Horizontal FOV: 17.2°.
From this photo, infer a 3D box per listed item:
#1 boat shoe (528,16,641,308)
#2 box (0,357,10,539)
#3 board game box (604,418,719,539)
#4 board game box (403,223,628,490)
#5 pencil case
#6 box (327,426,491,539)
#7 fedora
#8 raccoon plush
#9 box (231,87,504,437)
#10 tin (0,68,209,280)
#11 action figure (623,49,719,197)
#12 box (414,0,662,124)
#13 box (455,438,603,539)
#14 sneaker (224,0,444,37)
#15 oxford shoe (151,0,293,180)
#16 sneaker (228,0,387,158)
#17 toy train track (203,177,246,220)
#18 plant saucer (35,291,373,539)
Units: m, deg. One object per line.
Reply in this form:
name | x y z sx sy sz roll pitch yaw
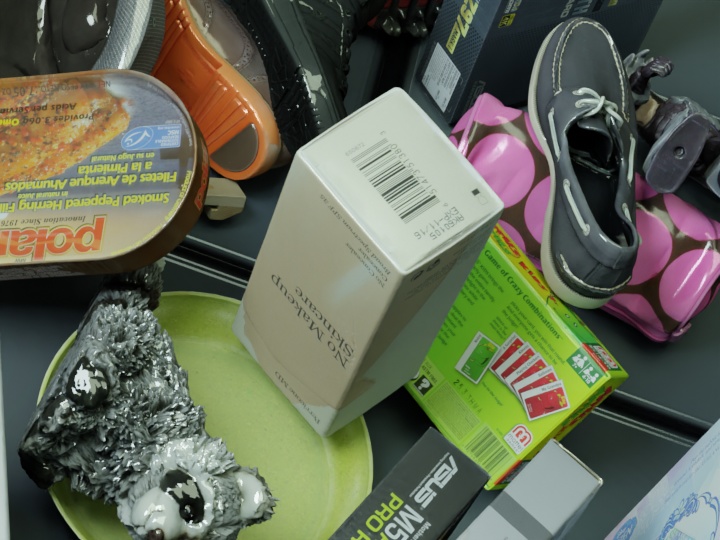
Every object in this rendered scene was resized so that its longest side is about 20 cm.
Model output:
boat shoe | 0.146 -0.077 1.440 0.072 0.063 0.201 13 58 -17
box | -0.284 0.142 1.173 0.198 0.172 0.200 4 56 -18
board game box | 0.170 0.192 1.296 0.043 0.200 0.200 24 53 -7
board game box | 0.056 0.022 1.427 0.200 0.102 0.048 50 14 15
pencil case | 0.137 -0.027 1.503 0.199 0.091 0.094 26 68 -5
box | -0.024 0.192 1.248 0.044 0.161 0.200 38 52 9
fedora | -0.180 -0.150 1.440 0.090 0.176 0.202 30 48 -57
raccoon plush | -0.098 0.070 1.311 0.133 0.097 0.201 30 52 -10
box | 0.000 0.000 1.319 0.078 0.200 0.095 -34 72 -28
tin | -0.180 -0.050 1.326 0.198 0.042 0.113 -3 68 16
action figure | 0.221 -0.085 1.541 0.129 0.070 0.200 27 11 -6
box | 0.134 -0.192 1.540 0.157 0.201 0.051 -18 60 -31
box | 0.037 0.197 1.270 0.041 0.156 0.200 39 53 10
sneaker | -0.012 -0.210 1.576 0.199 0.071 0.098 4 42 -29
oxford shoe | -0.103 -0.142 1.511 0.073 0.071 0.201 -16 68 -51
sneaker | -0.019 -0.158 1.464 0.104 0.060 0.201 -16 75 -27
toy train track | -0.165 -0.041 1.428 0.199 0.033 0.115 1 32 -28
plant saucer | -0.091 0.105 1.361 0.198 0.031 0.201 11 54 -15
